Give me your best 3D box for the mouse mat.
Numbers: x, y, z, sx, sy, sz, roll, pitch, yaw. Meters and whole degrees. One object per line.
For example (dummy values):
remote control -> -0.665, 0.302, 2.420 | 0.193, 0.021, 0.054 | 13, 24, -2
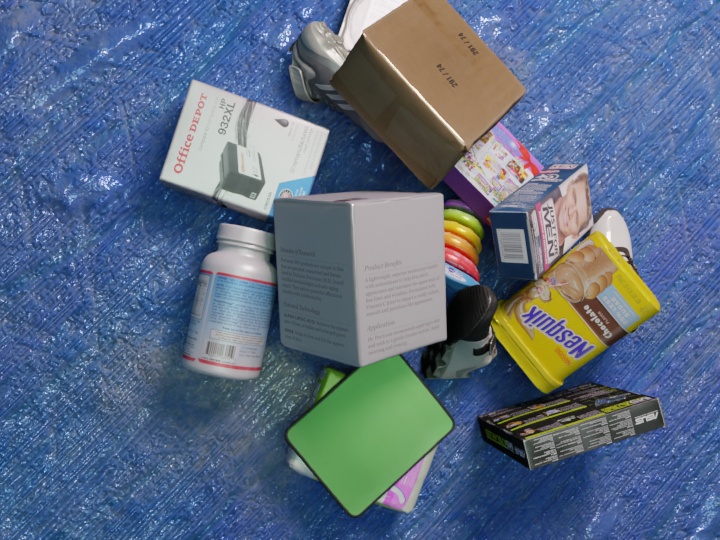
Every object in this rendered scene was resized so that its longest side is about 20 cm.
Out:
mouse mat -> 0.015, 0.221, 1.029 | 0.200, 0.008, 0.161 | -40, 95, -10

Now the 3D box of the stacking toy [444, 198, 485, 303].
stacking toy -> 0.143, -0.061, 1.087 | 0.116, 0.110, 0.201 | 28, 70, -10

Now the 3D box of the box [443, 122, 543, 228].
box -> 0.160, -0.175, 1.075 | 0.200, 0.039, 0.137 | 45, 54, -2

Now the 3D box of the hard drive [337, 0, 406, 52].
hard drive -> 0.048, -0.378, 1.096 | 0.139, 0.038, 0.201 | 20, 85, -9

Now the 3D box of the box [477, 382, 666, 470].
box -> 0.288, 0.213, 1.048 | 0.199, 0.193, 0.048 | -14, 93, -10

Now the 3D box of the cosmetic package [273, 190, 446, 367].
cosmetic package -> 0.000, 0.000, 0.975 | 0.164, 0.164, 0.202 | -10, 102, -42

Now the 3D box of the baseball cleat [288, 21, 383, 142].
baseball cleat -> -0.029, -0.250, 1.052 | 0.070, 0.106, 0.201 | -25, 81, -50

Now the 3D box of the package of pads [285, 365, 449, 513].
package of pads -> 0.008, 0.244, 1.065 | 0.199, 0.068, 0.155 | 24, 84, -7

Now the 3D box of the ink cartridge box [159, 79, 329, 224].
ink cartridge box -> -0.160, -0.157, 1.034 | 0.199, 0.084, 0.146 | 19, 88, -9

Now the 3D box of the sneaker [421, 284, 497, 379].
sneaker -> 0.160, 0.090, 1.046 | 0.088, 0.200, 0.075 | 9, 53, -14

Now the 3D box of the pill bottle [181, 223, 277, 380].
pill bottle -> -0.173, 0.043, 1.017 | 0.108, 0.109, 0.202 | 12, 87, -9

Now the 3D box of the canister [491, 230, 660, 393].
canister -> 0.301, 0.058, 1.058 | 0.200, 0.087, 0.149 | -41, 85, 21

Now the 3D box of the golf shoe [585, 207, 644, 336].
golf shoe -> 0.392, 0.003, 1.116 | 0.077, 0.094, 0.202 | -2, 89, -16

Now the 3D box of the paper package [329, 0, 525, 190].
paper package -> 0.093, -0.245, 0.986 | 0.200, 0.103, 0.191 | 46, 52, 0

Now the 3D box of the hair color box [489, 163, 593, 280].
hair color box -> 0.261, -0.074, 1.050 | 0.200, 0.060, 0.101 | -36, 121, -43
